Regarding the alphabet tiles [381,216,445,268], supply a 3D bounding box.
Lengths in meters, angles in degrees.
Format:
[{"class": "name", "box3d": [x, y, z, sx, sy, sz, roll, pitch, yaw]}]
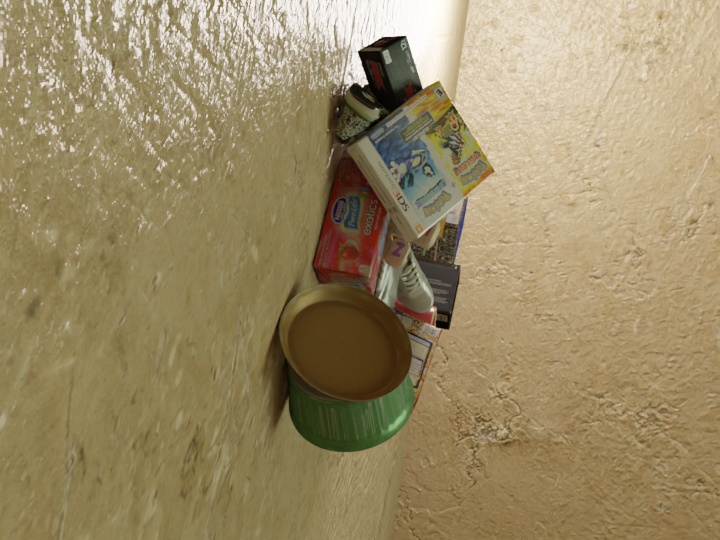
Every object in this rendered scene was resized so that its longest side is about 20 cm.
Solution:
[{"class": "alphabet tiles", "box3d": [0.062, -0.110, 1.520, 0.015, 0.199, 0.198, 28, 85, -52]}]

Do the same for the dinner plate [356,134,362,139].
[{"class": "dinner plate", "box3d": [0.011, -0.200, 1.651, 0.200, 0.024, 0.203, 9, 90, -80]}]

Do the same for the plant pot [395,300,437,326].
[{"class": "plant pot", "box3d": [0.063, 0.132, 1.828, 0.200, 0.175, 0.203, 10, 90, -81]}]

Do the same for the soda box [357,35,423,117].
[{"class": "soda box", "box3d": [0.066, -0.290, 1.477, 0.063, 0.070, 0.202, -34, 118, -26]}]

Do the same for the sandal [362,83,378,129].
[{"class": "sandal", "box3d": [0.044, -0.252, 1.585, 0.200, 0.054, 0.083, 45, 54, -45]}]

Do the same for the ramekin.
[{"class": "ramekin", "box3d": [-0.019, 0.164, 1.323, 0.201, 0.197, 0.099, -71, 160, -46]}]

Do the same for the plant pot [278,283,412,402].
[{"class": "plant pot", "box3d": [-0.023, 0.106, 1.247, 0.028, 0.198, 0.201, 116, -5, -46]}]

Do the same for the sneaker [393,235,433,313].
[{"class": "sneaker", "box3d": [0.084, 0.002, 1.723, 0.201, 0.076, 0.081, 58, -2, -14]}]

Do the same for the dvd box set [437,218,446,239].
[{"class": "dvd box set", "box3d": [0.098, -0.171, 1.670, 0.199, 0.029, 0.148, 36, 55, -34]}]

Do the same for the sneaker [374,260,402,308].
[{"class": "sneaker", "box3d": [0.032, 0.070, 1.580, 0.081, 0.074, 0.202, 17, 94, -40]}]

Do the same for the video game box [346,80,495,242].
[{"class": "video game box", "box3d": [0.101, -0.178, 1.419, 0.200, 0.183, 0.047, -40, -165, -24]}]

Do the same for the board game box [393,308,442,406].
[{"class": "board game box", "box3d": [0.060, 0.159, 1.655, 0.201, 0.150, 0.047, -62, 175, -50]}]

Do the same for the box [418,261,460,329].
[{"class": "box", "box3d": [0.126, 0.045, 2.046, 0.079, 0.197, 0.143, 85, 19, -57]}]

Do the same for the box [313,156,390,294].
[{"class": "box", "box3d": [-0.005, -0.073, 1.451, 0.103, 0.093, 0.203, 74, 27, -69]}]

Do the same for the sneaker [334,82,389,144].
[{"class": "sneaker", "box3d": [-0.011, -0.247, 1.405, 0.089, 0.077, 0.200, -49, 180, 12]}]

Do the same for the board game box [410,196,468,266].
[{"class": "board game box", "box3d": [0.114, -0.107, 1.820, 0.160, 0.197, 0.098, -66, 165, -54]}]
